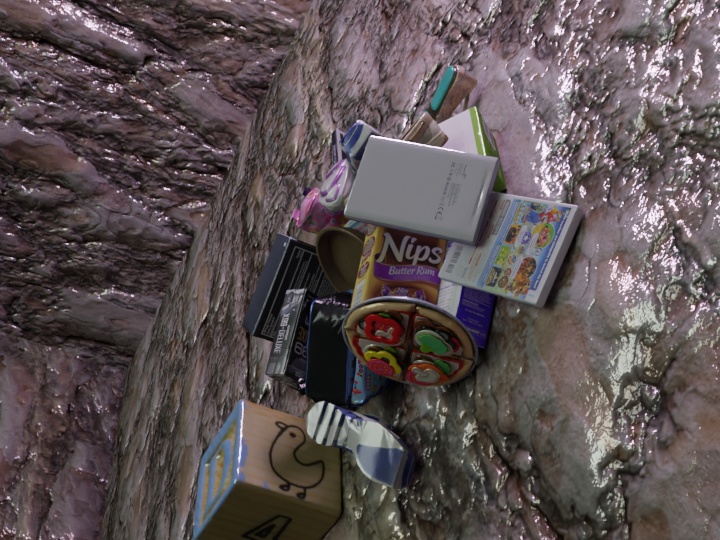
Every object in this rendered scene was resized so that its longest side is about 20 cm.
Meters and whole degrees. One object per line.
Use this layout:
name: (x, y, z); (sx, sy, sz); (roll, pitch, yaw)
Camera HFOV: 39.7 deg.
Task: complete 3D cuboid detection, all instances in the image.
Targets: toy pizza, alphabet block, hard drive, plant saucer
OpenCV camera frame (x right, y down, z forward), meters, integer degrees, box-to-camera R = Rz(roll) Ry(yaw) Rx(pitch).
toy pizza: (0.068, 0.111, 1.424); (0.200, 0.200, 0.032); (-46, 19, 48)
alphabet block: (-0.164, 0.380, 1.769); (0.197, 0.200, 0.196); (-55, 25, 36)
hard drive: (0.089, -0.118, 1.453); (0.025, 0.199, 0.132); (49, -124, -65)
plant saucer: (0.000, 0.000, 1.779); (0.029, 0.200, 0.200); (-41, 6, -28)

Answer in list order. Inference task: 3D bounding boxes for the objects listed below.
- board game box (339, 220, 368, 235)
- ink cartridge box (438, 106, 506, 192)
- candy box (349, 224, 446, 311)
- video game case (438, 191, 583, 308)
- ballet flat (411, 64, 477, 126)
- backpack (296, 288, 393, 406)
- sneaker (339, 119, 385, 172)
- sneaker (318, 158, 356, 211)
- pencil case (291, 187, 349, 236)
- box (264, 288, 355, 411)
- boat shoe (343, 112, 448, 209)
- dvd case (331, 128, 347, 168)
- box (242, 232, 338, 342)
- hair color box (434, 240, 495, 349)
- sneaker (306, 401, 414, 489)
board game box: (0.060, -0.058, 1.715); (0.034, 0.134, 0.200); (-52, 11, -27)
ink cartridge box: (0.120, -0.158, 1.608); (0.200, 0.076, 0.148); (-25, 37, 19)
candy box: (0.059, 0.001, 1.501); (0.056, 0.116, 0.200); (-40, 34, 57)
video game case: (0.203, -0.035, 1.381); (0.200, 0.018, 0.144); (17, 80, 53)
ballet flat: (0.148, -0.277, 1.807); (0.200, 0.067, 0.068); (-56, 29, 34)
backpack: (-0.005, 0.124, 1.682); (0.200, 0.134, 0.183); (-17, -67, -63)
sneaker: (0.001, -0.220, 1.779); (0.081, 0.115, 0.199); (-51, -23, 6)
sneaker: (-0.016, -0.138, 1.755); (0.075, 0.100, 0.200); (-44, 10, 17)
pencil case: (-0.025, -0.079, 1.866); (0.088, 0.200, 0.088); (-55, 18, 29)
box: (-0.070, 0.143, 1.763); (0.050, 0.200, 0.158); (-5, 62, 39)
boat shoe: (0.044, -0.165, 1.539); (0.200, 0.065, 0.072); (-40, 8, -9)
dvd case: (0.009, -0.184, 1.956); (0.025, 0.150, 0.200); (-46, 29, 29)
box: (-0.096, 0.055, 1.921); (0.200, 0.198, 0.123); (-68, 20, 0)
hair color box: (0.154, 0.022, 1.493); (0.109, 0.065, 0.201); (-27, 47, 63)
sneaker: (0.022, 0.264, 1.559); (0.199, 0.115, 0.081); (25, 96, 41)
